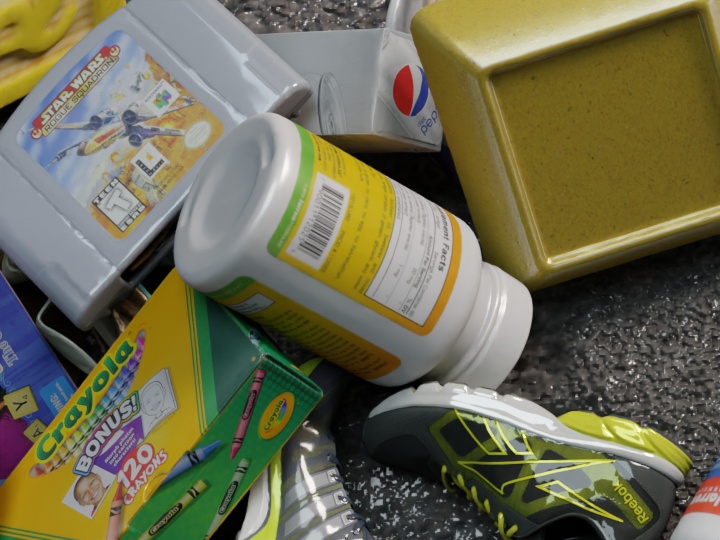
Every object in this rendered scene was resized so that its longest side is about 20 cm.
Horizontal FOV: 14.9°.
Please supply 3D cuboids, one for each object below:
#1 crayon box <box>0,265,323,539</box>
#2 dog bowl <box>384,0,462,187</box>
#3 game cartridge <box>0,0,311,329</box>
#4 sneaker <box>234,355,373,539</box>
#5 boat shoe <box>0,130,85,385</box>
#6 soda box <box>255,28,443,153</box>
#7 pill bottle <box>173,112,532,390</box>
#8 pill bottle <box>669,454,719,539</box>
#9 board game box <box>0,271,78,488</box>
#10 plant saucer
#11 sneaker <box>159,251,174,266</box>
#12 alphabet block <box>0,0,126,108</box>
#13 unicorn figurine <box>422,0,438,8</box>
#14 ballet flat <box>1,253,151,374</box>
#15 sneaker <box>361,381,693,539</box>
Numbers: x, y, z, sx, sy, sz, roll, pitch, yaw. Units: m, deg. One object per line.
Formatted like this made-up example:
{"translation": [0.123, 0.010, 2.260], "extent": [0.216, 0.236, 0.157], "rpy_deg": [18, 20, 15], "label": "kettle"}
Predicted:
{"translation": [-0.124, 0.109, 1.612], "extent": [0.200, 0.058, 0.119], "rpy_deg": [-52, 40, 5], "label": "crayon box"}
{"translation": [0.120, -0.141, 1.737], "extent": [0.199, 0.079, 0.201], "rpy_deg": [-7, 58, 12], "label": "dog bowl"}
{"translation": [-0.141, -0.078, 1.664], "extent": [0.133, 0.042, 0.200], "rpy_deg": [42, 88, 20], "label": "game cartridge"}
{"translation": [-0.026, 0.145, 1.614], "extent": [0.080, 0.074, 0.201], "rpy_deg": [8, 67, 10], "label": "sneaker"}
{"translation": [-0.232, 0.011, 1.759], "extent": [0.072, 0.072, 0.201], "rpy_deg": [-39, 60, 42], "label": "boat shoe"}
{"translation": [-0.036, -0.110, 1.716], "extent": [0.199, 0.063, 0.069], "rpy_deg": [3, 84, 46], "label": "soda box"}
{"translation": [0.000, 0.000, 1.607], "extent": [0.111, 0.199, 0.111], "rpy_deg": [-41, 33, 34], "label": "pill bottle"}
{"translation": [0.237, 0.142, 1.505], "extent": [0.112, 0.112, 0.200], "rpy_deg": [23, 67, 27], "label": "pill bottle"}
{"translation": [-0.280, 0.083, 1.647], "extent": [0.199, 0.200, 0.041], "rpy_deg": [-34, 23, -6], "label": "board game box"}
{"translation": [0.150, -0.086, 1.622], "extent": [0.199, 0.201, 0.049], "rpy_deg": [-17, 25, 6], "label": "plant saucer"}
{"translation": [-0.110, -0.032, 1.751], "extent": [0.200, 0.070, 0.081], "rpy_deg": [24, 84, 31], "label": "sneaker"}
{"translation": [-0.290, -0.233, 1.820], "extent": [0.196, 0.196, 0.200], "rpy_deg": [-32, 53, -26], "label": "alphabet block"}
{"translation": [0.127, -0.195, 1.686], "extent": [0.199, 0.074, 0.138], "rpy_deg": [-29, 64, 14], "label": "unicorn figurine"}
{"translation": [-0.177, 0.007, 1.711], "extent": [0.072, 0.068, 0.200], "rpy_deg": [-29, 77, -22], "label": "ballet flat"}
{"translation": [0.088, 0.120, 1.585], "extent": [0.199, 0.075, 0.085], "rpy_deg": [7, 67, 24], "label": "sneaker"}
